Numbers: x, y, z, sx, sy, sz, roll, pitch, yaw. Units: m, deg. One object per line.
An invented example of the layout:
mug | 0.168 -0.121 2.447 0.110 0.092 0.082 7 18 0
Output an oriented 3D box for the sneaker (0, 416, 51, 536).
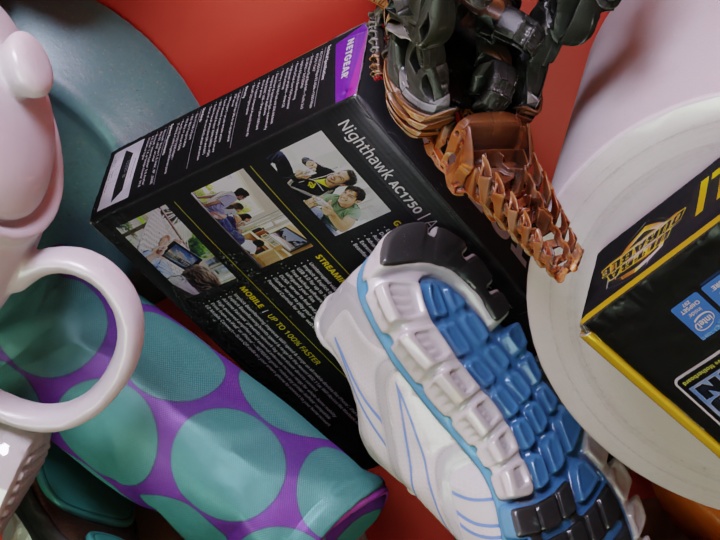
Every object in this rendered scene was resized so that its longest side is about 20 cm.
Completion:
sneaker | -0.208 0.116 0.809 0.082 0.074 0.200 33 129 -9

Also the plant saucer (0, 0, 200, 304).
plant saucer | -0.165 -0.046 0.857 0.198 0.036 0.201 9 128 11

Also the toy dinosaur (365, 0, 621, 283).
toy dinosaur | 0.046 -0.089 0.662 0.200 0.102 0.136 51 146 21

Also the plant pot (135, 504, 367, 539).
plant pot | -0.064 0.176 0.915 0.199 0.200 0.136 20 99 2

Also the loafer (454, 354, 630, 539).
loafer | 0.085 0.099 0.829 0.071 0.063 0.201 30 129 16

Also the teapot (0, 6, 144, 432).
teapot | -0.183 -0.051 0.714 0.145 0.199 0.200 -19 151 19

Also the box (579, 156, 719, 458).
box | 0.196 0.005 0.592 0.159 0.049 0.200 41 126 -13

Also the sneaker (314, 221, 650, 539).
sneaker | 0.048 0.080 0.762 0.086 0.075 0.201 -32 87 48

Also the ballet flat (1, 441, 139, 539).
ballet flat | -0.133 0.135 0.836 0.068 0.200 0.069 30 104 -36

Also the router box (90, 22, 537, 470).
router box | 0.000 0.000 0.809 0.148 0.051 0.200 -22 128 30

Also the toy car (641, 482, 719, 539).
toy car | 0.208 0.137 0.812 0.199 0.175 0.151 21 89 -20

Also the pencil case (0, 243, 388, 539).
pencil case | -0.088 0.074 0.820 0.199 0.085 0.093 37 141 7

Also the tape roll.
tape roll | 0.173 -0.020 0.700 0.201 0.140 0.204 9 128 11
